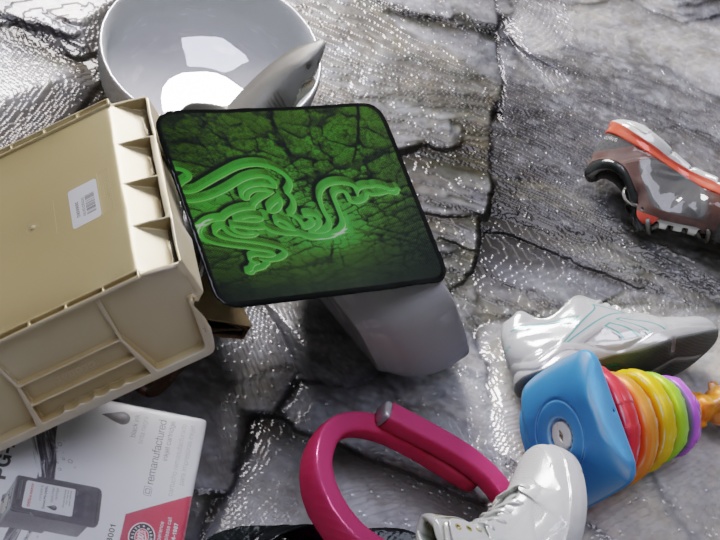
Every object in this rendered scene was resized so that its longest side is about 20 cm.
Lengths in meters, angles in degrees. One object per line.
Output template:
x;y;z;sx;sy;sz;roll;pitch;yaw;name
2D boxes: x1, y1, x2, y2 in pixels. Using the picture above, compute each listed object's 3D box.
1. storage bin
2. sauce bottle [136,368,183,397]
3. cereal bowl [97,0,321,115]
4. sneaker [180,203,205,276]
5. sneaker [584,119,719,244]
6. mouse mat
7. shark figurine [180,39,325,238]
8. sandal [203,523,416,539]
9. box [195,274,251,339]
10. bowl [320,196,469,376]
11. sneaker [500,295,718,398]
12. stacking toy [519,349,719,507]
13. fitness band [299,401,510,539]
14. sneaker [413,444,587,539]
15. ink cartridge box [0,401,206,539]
-0.212;-0.004;1.165;0.198;0.094;0.200;-24;44;7;storage bin
-0.228;0.024;1.314;0.200;0.066;0.066;35;53;15;sauce bottle
-0.139;-0.173;1.476;0.200;0.083;0.200;7;52;-9;cereal bowl
-0.116;-0.035;1.313;0.088;0.074;0.200;22;30;-10;sneaker
0.295;-0.055;1.525;0.200;0.077;0.082;38;80;16;sneaker
-0.040;-0.052;1.187;0.200;0.008;0.161;-7;65;-33;mouse mat
-0.103;-0.086;1.250;0.089;0.128;0.215;37;47;-32;shark figurine
-0.040;0.216;1.224;0.200;0.048;0.075;-3;54;-18;sandal
-0.190;-0.023;1.330;0.163;0.021;0.200;8;34;-30;box
0.000;0.000;1.323;0.075;0.200;0.200;-38;71;-5;bowl
0.215;0.055;1.405;0.200;0.070;0.080;-7;52;-19;sneaker
0.240;0.122;1.350;0.200;0.110;0.116;-7;70;-33;stacking toy
0.045;0.182;1.251;0.200;0.037;0.144;30;42;-15;fitness band
0.099;0.191;1.209;0.116;0.074;0.200;33;45;-18;sneaker
-0.225;0.168;1.188;0.200;0.083;0.145;12;50;-6;ink cartridge box
